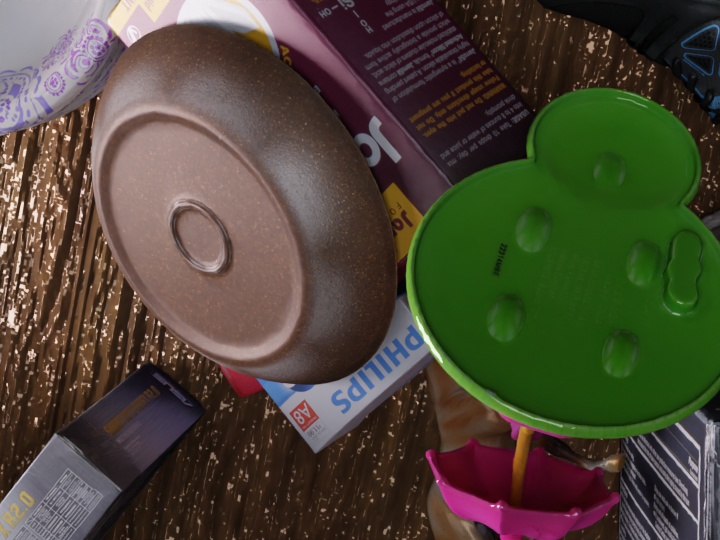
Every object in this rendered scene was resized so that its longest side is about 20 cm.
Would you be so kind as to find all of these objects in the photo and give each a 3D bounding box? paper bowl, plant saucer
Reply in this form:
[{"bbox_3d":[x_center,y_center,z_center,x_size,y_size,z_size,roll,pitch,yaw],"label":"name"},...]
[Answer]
[{"bbox_3d":[-0.205,-0.177,0.998,0.200,0.104,0.202,2,102,12],"label":"paper bowl"},{"bbox_3d":[-0.071,-0.023,0.915,0.200,0.037,0.201,24,131,31],"label":"plant saucer"}]

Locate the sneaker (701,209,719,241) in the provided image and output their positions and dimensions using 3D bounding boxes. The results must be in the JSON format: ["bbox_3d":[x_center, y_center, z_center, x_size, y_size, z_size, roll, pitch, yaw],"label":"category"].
[{"bbox_3d":[0.265,-0.007,0.941,0.199,0.092,0.076,-14,98,14],"label":"sneaker"}]

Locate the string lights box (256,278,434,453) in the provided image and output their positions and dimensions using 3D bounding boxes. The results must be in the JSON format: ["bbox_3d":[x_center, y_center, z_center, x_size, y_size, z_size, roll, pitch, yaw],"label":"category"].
[{"bbox_3d":[-0.042,-0.014,0.992,0.103,0.059,0.200,-43,81,27],"label":"string lights box"}]

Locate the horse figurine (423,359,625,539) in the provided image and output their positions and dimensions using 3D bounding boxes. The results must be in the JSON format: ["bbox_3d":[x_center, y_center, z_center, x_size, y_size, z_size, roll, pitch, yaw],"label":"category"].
[{"bbox_3d":[0.081,0.117,1.010,0.132,0.050,0.201,19,124,33],"label":"horse figurine"}]

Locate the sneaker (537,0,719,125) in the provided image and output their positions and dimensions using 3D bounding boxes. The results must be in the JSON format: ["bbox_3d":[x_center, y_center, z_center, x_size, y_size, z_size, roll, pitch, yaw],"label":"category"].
[{"bbox_3d":[0.181,-0.117,0.947,0.199,0.073,0.082,15,102,8],"label":"sneaker"}]

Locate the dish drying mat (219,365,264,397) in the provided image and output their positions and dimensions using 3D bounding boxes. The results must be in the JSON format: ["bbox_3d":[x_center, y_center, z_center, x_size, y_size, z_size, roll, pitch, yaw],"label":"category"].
[{"bbox_3d":[0.000,0.000,1.035,0.199,0.018,0.077,-26,94,14],"label":"dish drying mat"}]

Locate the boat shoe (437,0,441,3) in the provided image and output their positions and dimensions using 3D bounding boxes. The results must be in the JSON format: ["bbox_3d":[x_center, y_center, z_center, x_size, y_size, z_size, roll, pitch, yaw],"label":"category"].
[{"bbox_3d":[0.018,-0.144,0.981,0.069,0.071,0.201,-28,96,6],"label":"boat shoe"}]

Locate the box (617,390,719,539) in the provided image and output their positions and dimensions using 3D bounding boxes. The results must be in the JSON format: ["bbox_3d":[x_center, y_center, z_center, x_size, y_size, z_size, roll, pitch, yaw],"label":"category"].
[{"bbox_3d":[0.205,0.143,0.917,0.123,0.200,0.199,-2,101,-4],"label":"box"}]

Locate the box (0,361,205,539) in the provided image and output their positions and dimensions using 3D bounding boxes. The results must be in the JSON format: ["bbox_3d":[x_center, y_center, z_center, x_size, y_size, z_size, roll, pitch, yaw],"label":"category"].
[{"bbox_3d":[-0.183,0.156,1.030,0.048,0.158,0.200,39,106,2],"label":"box"}]

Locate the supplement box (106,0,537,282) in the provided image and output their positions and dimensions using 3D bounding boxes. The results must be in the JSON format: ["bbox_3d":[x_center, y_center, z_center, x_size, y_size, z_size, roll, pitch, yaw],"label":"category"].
[{"bbox_3d":[-0.017,-0.096,0.911,0.200,0.086,0.110,49,135,5],"label":"supplement box"}]

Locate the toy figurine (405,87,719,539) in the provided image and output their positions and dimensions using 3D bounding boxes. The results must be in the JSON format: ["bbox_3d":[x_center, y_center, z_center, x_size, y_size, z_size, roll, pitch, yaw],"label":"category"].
[{"bbox_3d":[0.090,0.043,0.876,0.150,0.200,0.184,16,142,4],"label":"toy figurine"}]
